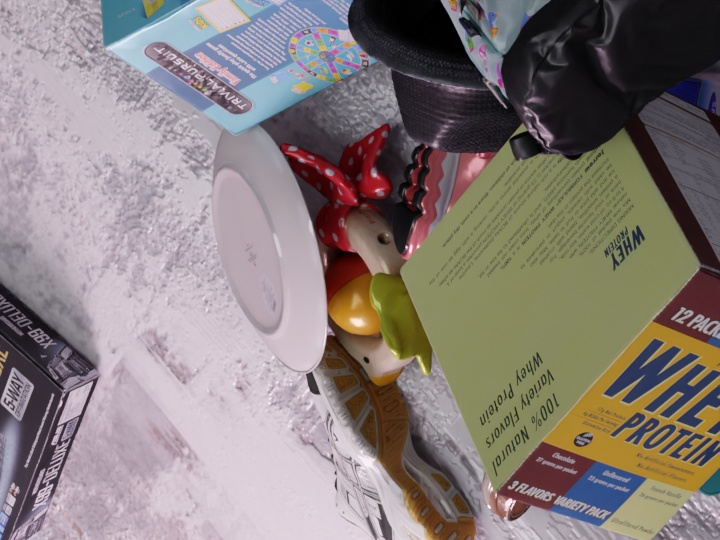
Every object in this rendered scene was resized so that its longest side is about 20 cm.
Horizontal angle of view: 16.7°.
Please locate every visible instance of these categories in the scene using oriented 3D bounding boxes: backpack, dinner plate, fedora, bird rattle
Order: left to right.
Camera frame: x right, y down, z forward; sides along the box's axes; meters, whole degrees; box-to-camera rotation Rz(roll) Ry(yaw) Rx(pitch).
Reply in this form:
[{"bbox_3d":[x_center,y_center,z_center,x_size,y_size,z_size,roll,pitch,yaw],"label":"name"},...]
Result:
[{"bbox_3d":[-0.076,-0.017,1.850,0.200,0.024,0.201,51,150,44],"label":"dinner plate"},{"bbox_3d":[0.000,0.000,1.813,0.200,0.112,0.163,48,145,17],"label":"bird rattle"},{"bbox_3d":[0.086,-0.133,1.608,0.200,0.200,0.092,24,127,29],"label":"fedora"},{"bbox_3d":[0.120,-0.180,1.463,0.200,0.166,0.127,57,176,46],"label":"backpack"}]

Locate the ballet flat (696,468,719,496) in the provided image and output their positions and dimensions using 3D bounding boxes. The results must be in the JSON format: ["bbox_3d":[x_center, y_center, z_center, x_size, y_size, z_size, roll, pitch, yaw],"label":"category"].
[{"bbox_3d":[0.260,0.057,1.661,0.064,0.075,0.201,55,134,49],"label":"ballet flat"}]

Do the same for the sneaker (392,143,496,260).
[{"bbox_3d":[0.088,-0.097,1.727,0.074,0.086,0.201,-133,59,-71],"label":"sneaker"}]

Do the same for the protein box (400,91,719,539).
[{"bbox_3d":[0.157,0.018,1.517,0.199,0.135,0.200,-50,40,26],"label":"protein box"}]

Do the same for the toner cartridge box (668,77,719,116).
[{"bbox_3d":[0.181,-0.034,1.652,0.095,0.043,0.201,13,96,33],"label":"toner cartridge box"}]

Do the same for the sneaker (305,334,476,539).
[{"bbox_3d":[0.001,0.149,1.879,0.088,0.076,0.201,-33,85,40],"label":"sneaker"}]

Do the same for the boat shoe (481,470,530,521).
[{"bbox_3d":[0.151,0.113,1.752,0.072,0.076,0.200,40,128,16],"label":"boat shoe"}]

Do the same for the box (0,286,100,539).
[{"bbox_3d":[-0.321,0.122,2.135,0.158,0.050,0.201,39,127,20],"label":"box"}]

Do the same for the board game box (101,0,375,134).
[{"bbox_3d":[-0.057,-0.183,1.716,0.199,0.151,0.047,-25,56,26],"label":"board game box"}]
